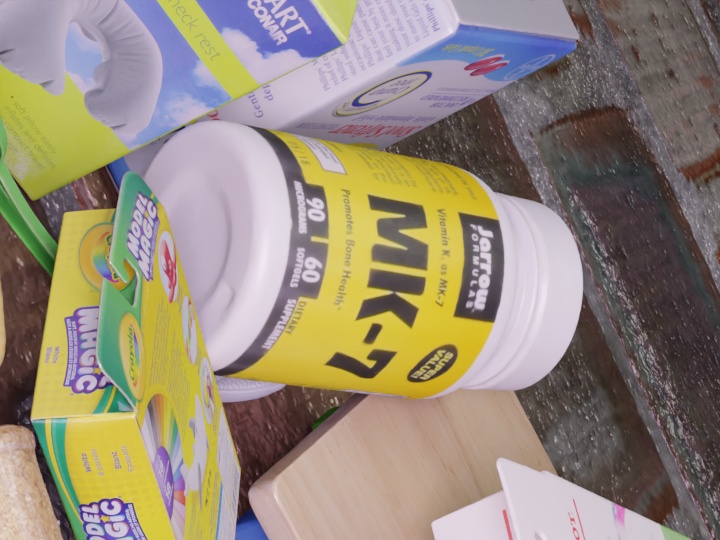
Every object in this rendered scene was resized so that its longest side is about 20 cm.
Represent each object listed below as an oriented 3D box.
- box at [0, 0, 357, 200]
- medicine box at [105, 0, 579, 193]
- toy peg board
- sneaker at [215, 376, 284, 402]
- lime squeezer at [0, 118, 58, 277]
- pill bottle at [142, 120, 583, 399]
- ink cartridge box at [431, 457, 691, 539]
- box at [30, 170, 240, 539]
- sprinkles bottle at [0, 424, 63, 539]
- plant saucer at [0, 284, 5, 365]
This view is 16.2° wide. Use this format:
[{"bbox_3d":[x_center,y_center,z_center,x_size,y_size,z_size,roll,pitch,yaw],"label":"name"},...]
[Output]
[{"bbox_3d":[-0.097,-0.123,1.123,0.122,0.200,0.048,53,26,-26],"label":"box"},{"bbox_3d":[-0.019,-0.118,1.288,0.103,0.200,0.182,66,23,8],"label":"medicine box"},{"bbox_3d":[0.019,0.158,1.265,0.199,0.098,0.200,-39,104,-51],"label":"toy peg board"},{"bbox_3d":[-0.051,0.027,1.253,0.200,0.071,0.073,-13,84,-46],"label":"sneaker"},{"bbox_3d":[-0.171,-0.037,0.983,0.200,0.038,0.071,13,87,-63],"label":"lime squeezer"},{"bbox_3d":[0.000,0.000,1.178,0.200,0.114,0.114,8,57,-39],"label":"pill bottle"},{"bbox_3d":[0.100,0.169,1.186,0.200,0.067,0.117,29,41,-52],"label":"ink cartridge box"},{"bbox_3d":[-0.092,0.065,1.044,0.200,0.048,0.117,80,9,-45],"label":"box"},{"bbox_3d":[-0.125,0.161,0.948,0.068,0.068,0.200,6,61,-64],"label":"sprinkles bottle"},{"bbox_3d":[-0.225,-0.069,0.989,0.200,0.048,0.200,36,36,-49],"label":"plant saucer"}]
